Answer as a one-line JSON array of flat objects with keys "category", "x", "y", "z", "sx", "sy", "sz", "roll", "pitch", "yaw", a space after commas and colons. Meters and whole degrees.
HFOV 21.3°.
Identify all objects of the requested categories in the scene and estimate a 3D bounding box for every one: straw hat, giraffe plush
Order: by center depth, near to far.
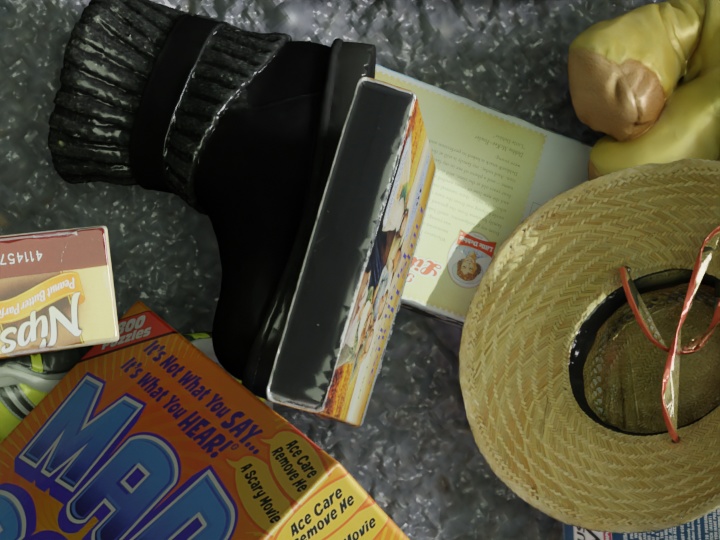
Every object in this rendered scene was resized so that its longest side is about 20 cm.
[{"category": "straw hat", "x": 0.157, "y": 0.048, "z": 0.966, "sx": 0.199, "sy": 0.085, "sz": 0.203, "roll": -10, "pitch": 66, "yaw": 24}, {"category": "giraffe plush", "x": 0.228, "y": -0.098, "z": 1.004, "sx": 0.173, "sy": 0.161, "sz": 0.201, "roll": 49, "pitch": 58, "yaw": -38}]

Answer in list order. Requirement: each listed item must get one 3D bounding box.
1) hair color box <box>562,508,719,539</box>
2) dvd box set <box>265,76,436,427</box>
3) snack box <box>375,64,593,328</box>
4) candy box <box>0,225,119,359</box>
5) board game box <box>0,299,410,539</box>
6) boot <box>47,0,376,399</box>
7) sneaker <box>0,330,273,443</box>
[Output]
[{"category": "hair color box", "x": 0.213, "y": 0.122, "z": 0.991, "sx": 0.100, "sy": 0.199, "sz": 0.061, "roll": -2, "pitch": 88, "yaw": -54}, {"category": "dvd box set", "x": 0.000, "y": 0.000, "z": 0.914, "sx": 0.029, "sy": 0.200, "sz": 0.148, "roll": 16, "pitch": 85, "yaw": 6}, {"category": "snack box", "x": 0.052, "y": -0.032, "z": 1.048, "sx": 0.198, "sy": 0.037, "sz": 0.117, "roll": 20, "pitch": 83, "yaw": -12}, {"category": "candy box", "x": -0.182, "y": 0.014, "z": 0.907, "sx": 0.114, "sy": 0.200, "sz": 0.056, "roll": -6, "pitch": 91, "yaw": -13}, {"category": "board game box", "x": -0.074, "y": 0.178, "z": 0.890, "sx": 0.200, "sy": 0.199, "sz": 0.200, "roll": -46, "pitch": 126, "yaw": -9}, {"category": "boot", "x": -0.085, "y": -0.041, "z": 0.956, "sx": 0.156, "sy": 0.080, "sz": 0.213, "roll": 11, "pitch": 56, "yaw": 3}, {"category": "sneaker", "x": -0.138, "y": 0.077, "z": 0.981, "sx": 0.198, "sy": 0.075, "sz": 0.077, "roll": -7, "pitch": 89, "yaw": -12}]
